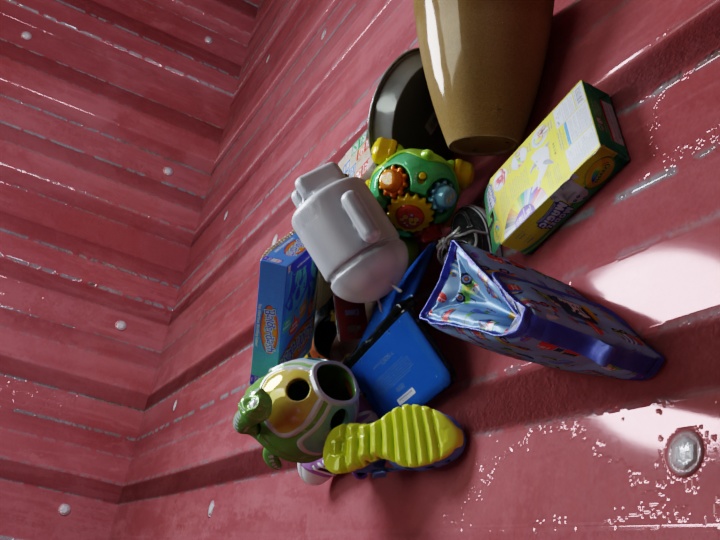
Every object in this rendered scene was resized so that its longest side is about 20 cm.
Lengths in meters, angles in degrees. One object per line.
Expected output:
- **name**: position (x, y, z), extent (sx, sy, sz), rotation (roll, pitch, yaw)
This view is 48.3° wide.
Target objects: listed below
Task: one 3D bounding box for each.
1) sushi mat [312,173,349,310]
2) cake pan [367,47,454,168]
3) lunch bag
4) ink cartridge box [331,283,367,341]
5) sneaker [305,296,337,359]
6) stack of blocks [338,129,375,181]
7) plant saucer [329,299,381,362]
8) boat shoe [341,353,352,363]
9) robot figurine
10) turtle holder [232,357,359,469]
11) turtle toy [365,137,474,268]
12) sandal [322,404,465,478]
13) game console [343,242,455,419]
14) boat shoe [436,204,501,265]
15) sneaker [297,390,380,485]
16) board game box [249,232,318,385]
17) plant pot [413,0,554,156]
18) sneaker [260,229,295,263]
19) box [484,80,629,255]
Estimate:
- **sushi mat**: position (-0.045, -0.044, 1.237), extent (0.096, 0.012, 0.200), rotation (-49, -31, -68)
- **cake pan**: position (0.090, -0.221, 1.172), extent (0.037, 0.200, 0.201), rotation (22, 93, 38)
- **lunch bag**: position (0.170, 0.053, 0.752), extent (0.094, 0.150, 0.200), rotation (-68, 21, 5)
- **ink cartridge box**: position (0.000, 0.000, 1.187), extent (0.050, 0.109, 0.200), rotation (-7, 87, 24)
- **sneaker**: position (-0.059, 0.067, 1.352), extent (0.090, 0.070, 0.200), rotation (-11, 58, 46)
- **stack of blocks**: position (0.024, -0.196, 1.466), extent (0.200, 0.059, 0.115), rotation (-43, 33, 50)
- **plant saucer**: position (-0.004, 0.064, 1.338), extent (0.200, 0.034, 0.200), rotation (-50, 28, 40)
- **boat shoe**: position (-0.043, 0.199, 1.252), extent (0.200, 0.076, 0.072), rotation (-60, 23, 26)
- **robot figurine**: position (-0.013, -0.041, 1.050), extent (0.200, 0.113, 0.170), rotation (57, 163, 11)
- **turtle holder**: position (-0.087, 0.176, 1.084), extent (0.132, 0.185, 0.141), rotation (-41, 34, 33)
- **turtle toy**: position (0.068, -0.084, 1.118), extent (0.101, 0.146, 0.200), rotation (-77, 3, -46)
- **sandal**: position (0.050, 0.218, 1.003), extent (0.200, 0.087, 0.080), rotation (-15, 57, 40)
- **game console**: position (0.069, 0.092, 1.084), extent (0.171, 0.118, 0.200), rotation (56, 146, 13)
- **boat shoe**: position (0.133, -0.022, 1.027), extent (0.074, 0.068, 0.200), rotation (-53, 26, 38)
- **sneaker**: position (-0.031, 0.272, 1.169), extent (0.201, 0.073, 0.114), rotation (-58, 27, 29)
- **board game box**: position (-0.108, 0.056, 1.195), extent (0.152, 0.045, 0.200), rotation (-49, -30, -63)
- **plant pot**: position (0.160, -0.259, 1.056), extent (0.186, 0.186, 0.200), rotation (166, 108, -65)
- **sneaker**: position (-0.076, -0.025, 1.327), extent (0.070, 0.200, 0.109), rotation (39, 151, 30)
- **box**: position (0.216, -0.107, 0.931), extent (0.200, 0.048, 0.117), rotation (-47, 31, 41)
